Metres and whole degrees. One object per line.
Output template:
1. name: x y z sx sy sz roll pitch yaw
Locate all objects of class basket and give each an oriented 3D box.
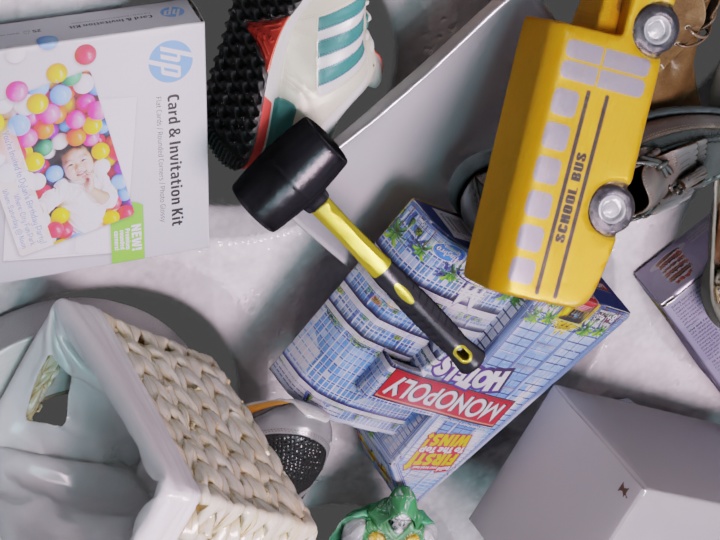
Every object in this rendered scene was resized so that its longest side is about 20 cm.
1. basket: -0.129 0.132 1.337 0.123 0.200 0.136 17 113 -37

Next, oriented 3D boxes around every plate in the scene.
1. plate: 0.063 -0.071 1.411 0.199 0.032 0.200 -41 141 5

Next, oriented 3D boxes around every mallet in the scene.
1. mallet: 0.000 0.000 1.343 0.066 0.041 0.200 -35 117 3

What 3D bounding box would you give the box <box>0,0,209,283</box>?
1. box: -0.190 -0.071 1.324 0.198 0.041 0.157 -10 124 -18

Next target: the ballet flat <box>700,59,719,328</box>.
1. ballet flat: 0.261 -0.053 1.469 0.067 0.064 0.202 2 100 -3

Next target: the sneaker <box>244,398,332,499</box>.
1. sneaker: -0.081 0.162 1.427 0.078 0.077 0.200 24 119 -28

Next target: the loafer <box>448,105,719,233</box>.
1. loafer: 0.156 -0.050 1.404 0.198 0.063 0.072 -12 137 -13

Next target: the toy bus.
1. toy bus: 0.125 -0.083 1.323 0.078 0.065 0.202 11 96 -17

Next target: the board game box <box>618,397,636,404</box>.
1. board game box: 0.193 0.214 1.668 0.200 0.026 0.200 34 103 -34

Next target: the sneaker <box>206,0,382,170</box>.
1. sneaker: -0.023 -0.151 1.336 0.093 0.070 0.201 0 121 -41

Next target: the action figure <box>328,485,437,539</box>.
1. action figure: 0.009 0.216 1.538 0.117 0.055 0.201 1 134 -13

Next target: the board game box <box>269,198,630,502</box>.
1. board game box: 0.046 0.064 1.464 0.199 0.062 0.200 16 120 -49

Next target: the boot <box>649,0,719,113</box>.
1. boot: 0.192 -0.148 1.401 0.074 0.075 0.201 -59 139 -37

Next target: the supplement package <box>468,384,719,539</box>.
1. supplement package: 0.199 0.173 1.538 0.199 0.120 0.122 15 115 -40

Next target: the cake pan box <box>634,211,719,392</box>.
1. cake pan box: 0.317 0.008 1.577 0.200 0.052 0.184 -40 128 5

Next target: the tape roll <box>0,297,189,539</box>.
1. tape roll: -0.190 0.111 1.439 0.201 0.037 0.204 -10 123 -16
